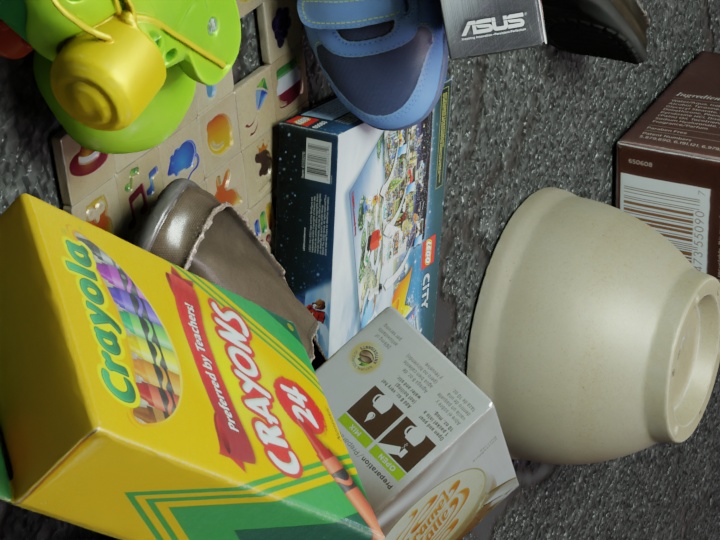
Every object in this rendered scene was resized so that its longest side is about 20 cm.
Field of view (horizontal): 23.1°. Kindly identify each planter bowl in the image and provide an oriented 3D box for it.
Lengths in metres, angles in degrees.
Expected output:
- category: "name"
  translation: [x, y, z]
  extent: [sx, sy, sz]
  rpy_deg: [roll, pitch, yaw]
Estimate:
- category: "planter bowl"
  translation: [0.178, 0.050, 1.251]
  extent: [0.200, 0.134, 0.201]
  rpy_deg: [-32, 128, -54]

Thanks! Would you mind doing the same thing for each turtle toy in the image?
- category: "turtle toy"
  translation: [-0.101, -0.125, 0.679]
  extent: [0.146, 0.101, 0.200]
  rpy_deg: [-57, 147, -35]

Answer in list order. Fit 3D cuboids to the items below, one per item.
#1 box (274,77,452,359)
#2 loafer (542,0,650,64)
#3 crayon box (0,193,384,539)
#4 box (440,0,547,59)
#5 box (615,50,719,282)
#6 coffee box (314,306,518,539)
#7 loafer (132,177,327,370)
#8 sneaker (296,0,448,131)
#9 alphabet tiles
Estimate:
- category: "box"
  translation: [0.000, 0.000, 0.984]
  extent: [0.137, 0.038, 0.201]
  rpy_deg: [-33, 131, -57]
- category: "loafer"
  translation: [0.149, -0.195, 1.158]
  extent: [0.200, 0.073, 0.072]
  rpy_deg: [35, 72, -61]
- category: "crayon box"
  translation: [-0.086, 0.050, 0.704]
  extent: [0.051, 0.127, 0.200]
  rpy_deg: [-41, 139, 20]
- category: "box"
  translation: [0.056, -0.206, 0.886]
  extent: [0.200, 0.048, 0.159]
  rpy_deg: [-81, 161, -71]
- category: "box"
  translation: [0.318, -0.060, 1.439]
  extent: [0.200, 0.164, 0.167]
  rpy_deg: [-44, 137, -48]
- category: "coffee box"
  translation: [-0.025, 0.128, 0.853]
  extent: [0.200, 0.080, 0.114]
  rpy_deg: [-41, 152, -11]
- category: "loafer"
  translation: [-0.052, 0.022, 0.850]
  extent: [0.073, 0.071, 0.200]
  rpy_deg: [-64, 155, -18]
- category: "sneaker"
  translation: [-0.007, -0.159, 0.857]
  extent: [0.082, 0.074, 0.201]
  rpy_deg: [-60, 140, -64]
- category: "alphabet tiles"
  translation: [-0.079, -0.059, 0.852]
  extent: [0.200, 0.008, 0.168]
  rpy_deg: [-43, 137, -48]
